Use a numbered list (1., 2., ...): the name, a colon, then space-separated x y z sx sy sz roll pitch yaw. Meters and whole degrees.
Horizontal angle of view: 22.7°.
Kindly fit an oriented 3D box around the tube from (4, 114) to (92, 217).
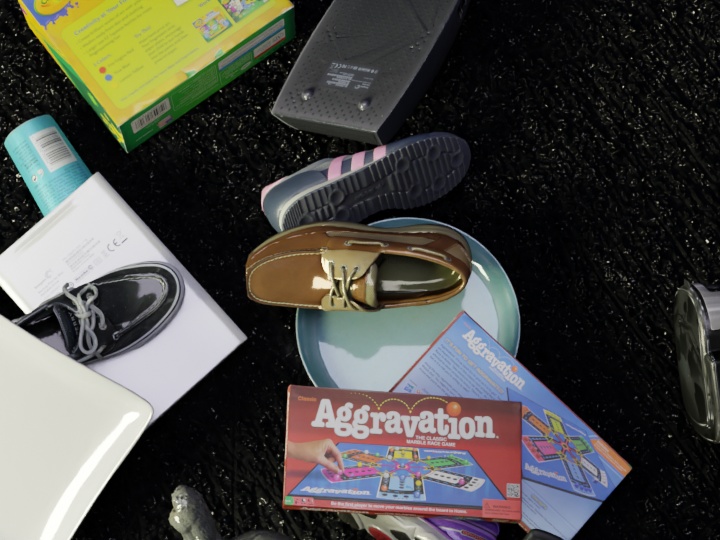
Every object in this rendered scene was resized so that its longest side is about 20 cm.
1. tube: -0.252 -0.047 1.632 0.077 0.050 0.200 -32 80 -3

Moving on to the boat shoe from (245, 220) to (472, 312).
1. boat shoe: 0.000 0.000 1.556 0.199 0.074 0.076 -7 114 -2

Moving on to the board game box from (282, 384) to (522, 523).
1. board game box: 0.036 0.154 1.501 0.199 0.019 0.103 4 70 -8

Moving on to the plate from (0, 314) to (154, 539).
1. plate: -0.305 0.141 1.500 0.200 0.032 0.200 32 100 -11

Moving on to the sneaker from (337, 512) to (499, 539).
1. sneaker: 0.031 0.189 1.548 0.200 0.081 0.083 37 59 5

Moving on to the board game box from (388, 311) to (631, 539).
1. board game box: 0.127 0.140 1.551 0.200 0.019 0.103 43 79 0

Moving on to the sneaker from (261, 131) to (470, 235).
1. sneaker: 0.002 -0.088 1.633 0.200 0.070 0.082 -20 32 -22

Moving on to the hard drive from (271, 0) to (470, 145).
1. hard drive: 0.017 -0.203 1.650 0.135 0.042 0.200 13 63 34

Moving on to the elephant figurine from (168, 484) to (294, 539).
1. elephant figurine: -0.062 0.275 1.472 0.141 0.155 0.201 -6 80 22

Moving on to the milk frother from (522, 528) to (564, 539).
1. milk frother: 0.160 0.324 1.431 0.200 0.188 0.181 39 77 12

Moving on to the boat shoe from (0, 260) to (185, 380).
1. boat shoe: -0.243 0.045 1.539 0.199 0.068 0.074 -20 84 -8

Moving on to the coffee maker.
1. coffee maker: 0.382 0.089 1.535 0.199 0.135 0.193 -11 73 -2

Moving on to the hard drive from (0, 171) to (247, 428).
1. hard drive: -0.215 0.030 1.592 0.132 0.026 0.200 -42 88 -9

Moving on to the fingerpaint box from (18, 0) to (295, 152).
1. fingerpaint box: -0.188 -0.237 1.676 0.200 0.073 0.167 -37 76 -11

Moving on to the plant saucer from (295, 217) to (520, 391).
1. plant saucer: 0.042 0.051 1.605 0.200 0.027 0.201 0 71 0
